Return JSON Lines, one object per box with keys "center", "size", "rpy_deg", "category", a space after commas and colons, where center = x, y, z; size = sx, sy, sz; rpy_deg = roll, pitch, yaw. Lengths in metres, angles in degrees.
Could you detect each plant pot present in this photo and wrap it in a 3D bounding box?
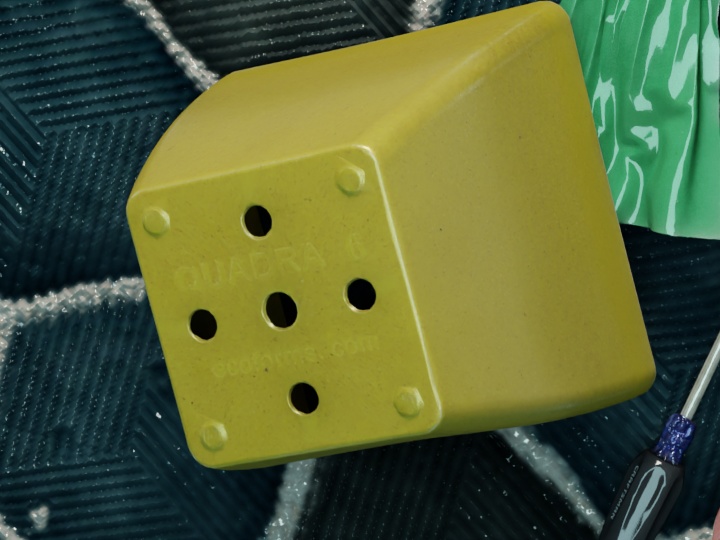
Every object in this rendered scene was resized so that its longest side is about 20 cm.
{"center": [0.000, 0.000, 1.401], "size": [0.200, 0.176, 0.200], "rpy_deg": [-11, 99, 28], "category": "plant pot"}

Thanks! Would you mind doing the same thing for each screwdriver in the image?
{"center": [0.170, 0.060, 1.473], "size": [0.028, 0.029, 0.200], "rpy_deg": [26, 104, 7], "category": "screwdriver"}

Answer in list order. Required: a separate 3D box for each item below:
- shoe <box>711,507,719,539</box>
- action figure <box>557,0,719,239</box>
{"center": [0.208, 0.090, 1.449], "size": [0.091, 0.071, 0.200], "rpy_deg": [-23, 79, 53], "category": "shoe"}
{"center": [0.138, -0.123, 1.441], "size": [0.118, 0.055, 0.200], "rpy_deg": [9, 101, 10], "category": "action figure"}
